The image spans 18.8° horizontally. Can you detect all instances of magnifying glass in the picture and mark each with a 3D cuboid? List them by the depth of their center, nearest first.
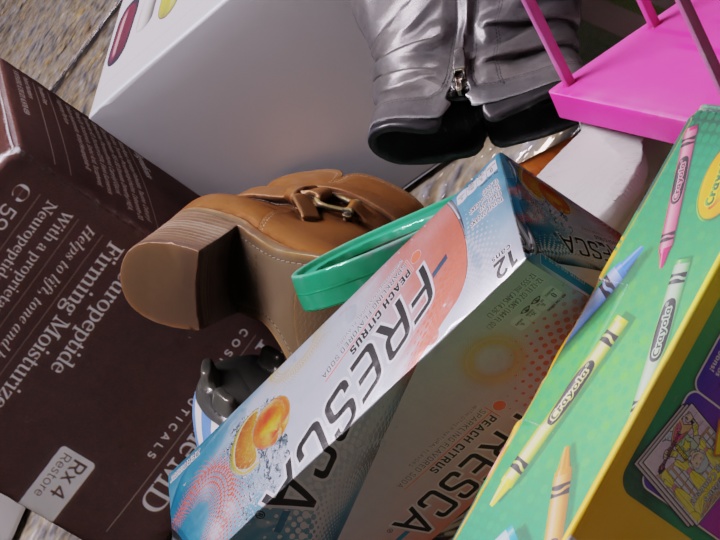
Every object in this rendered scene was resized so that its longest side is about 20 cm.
[{"bbox_3d":[0.054,-0.029,0.948,0.199,0.023,0.079,-25,6,-33],"label":"magnifying glass"}]

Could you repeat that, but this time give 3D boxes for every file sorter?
[{"bbox_3d":[0.161,-0.156,0.838,0.199,0.126,0.139,-34,21,-15],"label":"file sorter"}]

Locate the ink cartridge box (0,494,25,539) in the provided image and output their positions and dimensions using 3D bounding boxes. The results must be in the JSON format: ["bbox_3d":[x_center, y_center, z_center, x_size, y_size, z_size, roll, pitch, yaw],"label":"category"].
[{"bbox_3d":[-0.293,0.187,1.353,0.146,0.084,0.201,-17,45,53],"label":"ink cartridge box"}]

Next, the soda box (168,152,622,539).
[{"bbox_3d":[0.014,0.053,0.806,0.200,0.068,0.064,-45,32,25],"label":"soda box"}]

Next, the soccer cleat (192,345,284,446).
[{"bbox_3d":[-0.031,0.115,1.011,0.069,0.087,0.200,-11,31,-10],"label":"soccer cleat"}]

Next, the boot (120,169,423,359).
[{"bbox_3d":[0.000,0.000,1.067,0.155,0.199,0.074,-32,-41,-57],"label":"boot"}]

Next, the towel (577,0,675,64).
[{"bbox_3d":[0.116,-0.187,1.045,0.201,0.152,0.023,-60,-15,-9],"label":"towel"}]

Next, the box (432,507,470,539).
[{"bbox_3d":[0.031,0.095,0.905,0.068,0.082,0.201,-15,48,54],"label":"box"}]

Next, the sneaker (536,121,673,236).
[{"bbox_3d":[0.128,-0.031,0.900,0.075,0.089,0.200,-3,31,40],"label":"sneaker"}]

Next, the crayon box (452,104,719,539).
[{"bbox_3d":[0.122,0.060,0.738,0.201,0.119,0.058,-60,28,-9],"label":"crayon box"}]

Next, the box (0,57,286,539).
[{"bbox_3d":[-0.162,0.021,1.184,0.166,0.199,0.164,-52,23,10],"label":"box"}]

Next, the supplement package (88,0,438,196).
[{"bbox_3d":[-0.020,-0.125,1.164,0.200,0.155,0.111,-34,33,36],"label":"supplement package"}]

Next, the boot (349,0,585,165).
[{"bbox_3d":[0.090,-0.124,0.972,0.199,0.070,0.132,-23,56,14],"label":"boot"}]
